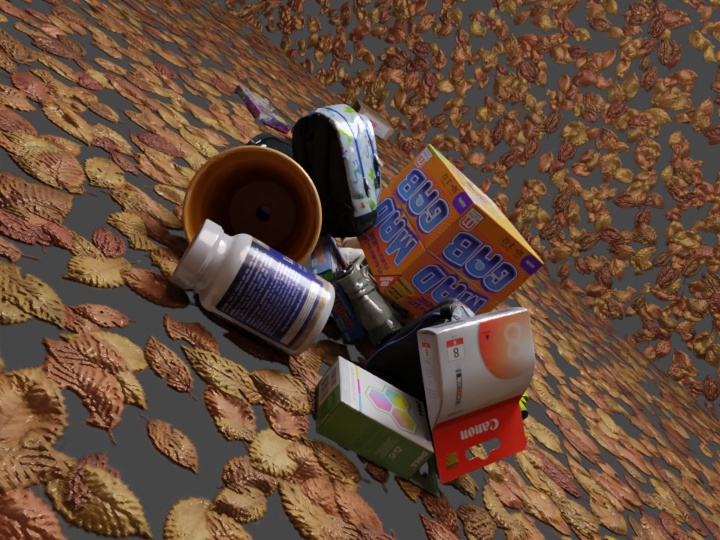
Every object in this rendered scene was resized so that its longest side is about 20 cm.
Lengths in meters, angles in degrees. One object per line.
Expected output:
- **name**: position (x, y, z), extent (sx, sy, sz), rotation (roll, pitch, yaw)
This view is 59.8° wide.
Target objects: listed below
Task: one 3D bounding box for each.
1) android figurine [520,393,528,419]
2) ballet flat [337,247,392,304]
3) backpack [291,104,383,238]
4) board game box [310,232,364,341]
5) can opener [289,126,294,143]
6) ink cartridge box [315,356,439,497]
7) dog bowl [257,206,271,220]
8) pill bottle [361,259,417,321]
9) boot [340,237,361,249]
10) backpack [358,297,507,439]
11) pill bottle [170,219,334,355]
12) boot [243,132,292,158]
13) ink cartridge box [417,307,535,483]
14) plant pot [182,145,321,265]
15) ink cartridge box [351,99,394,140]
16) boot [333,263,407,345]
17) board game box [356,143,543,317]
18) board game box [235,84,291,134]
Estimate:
- **android figurine**: position (0.262, 0.207, 1.250), extent (0.182, 0.041, 0.200), rotation (35, 19, -30)
- **ballet flat**: position (0.000, 0.000, 1.235), extent (0.200, 0.067, 0.068), rotation (46, 20, 24)
- **backpack**: position (-0.043, -0.174, 1.049), extent (0.163, 0.154, 0.201), rotation (10, -51, 48)
- **board game box**: position (-0.042, 0.014, 1.075), extent (0.200, 0.034, 0.136), rotation (-102, 167, -64)
- **can opener**: position (-0.156, -0.354, 1.801), extent (0.063, 0.079, 0.200), rotation (32, 27, -41)
- **ink cartridge box**: position (0.038, 0.205, 0.830), extent (0.200, 0.059, 0.104), rotation (32, 19, -16)
- **dog bowl**: position (-0.166, -0.120, 1.197), extent (0.200, 0.079, 0.200), rotation (34, 19, -13)
- **pill bottle**: position (0.087, 0.024, 1.276), extent (0.106, 0.106, 0.200), rotation (17, 27, -46)
- **boot**: position (-0.004, -0.071, 1.416), extent (0.200, 0.070, 0.146), rotation (18, 20, -47)
- **backpack**: position (0.128, 0.155, 0.933), extent (0.191, 0.200, 0.154), rotation (54, 34, 3)
- **pill bottle**: position (-0.144, 0.022, 0.843), extent (0.200, 0.116, 0.116), rotation (31, 19, -18)
- **boot**: position (-0.126, -0.180, 1.186), extent (0.162, 0.073, 0.198), rotation (43, 18, 7)
- **ink cartridge box**: position (0.161, 0.160, 0.814), extent (0.162, 0.201, 0.050), rotation (-10, 0, -30)
- **plant pot**: position (-0.162, -0.088, 0.987), extent (0.200, 0.201, 0.183), rotation (35, 3, -7)
- **ink cartridge box**: position (0.054, -0.737, 3.064), extent (0.200, 0.075, 0.165), rotation (31, 21, -22)
- **boot**: position (0.013, 0.044, 1.007), extent (0.131, 0.068, 0.200), rotation (57, 1, 4)
- **board game box**: position (0.141, -0.046, 1.064), extent (0.199, 0.200, 0.200), rotation (33, 21, -35)
- **board game box**: position (-0.300, -0.496, 1.919), extent (0.120, 0.032, 0.200), rotation (25, 21, -45)
